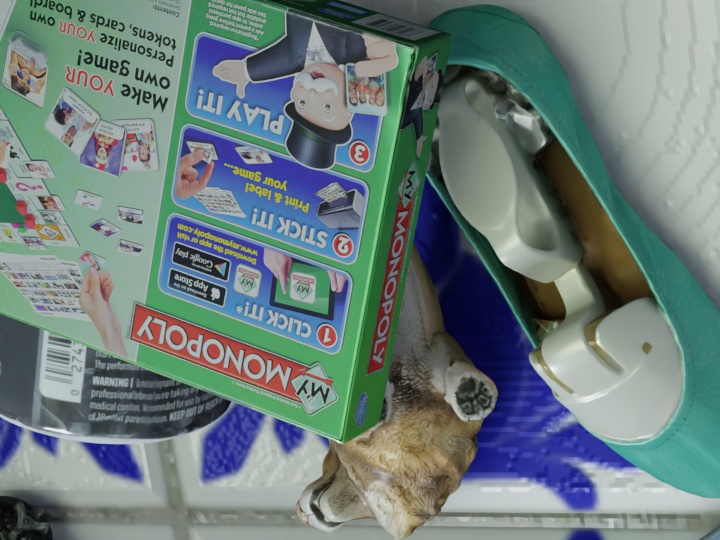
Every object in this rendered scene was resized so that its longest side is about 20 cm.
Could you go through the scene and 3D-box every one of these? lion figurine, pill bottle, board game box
[{"bbox_3d":[0.000,0.000,0.930,0.072,0.122,0.202,-10,93,-5],"label":"lion figurine"},{"bbox_3d":[-0.087,-0.047,0.957,0.106,0.106,0.202,17,112,24],"label":"pill bottle"},{"bbox_3d":[-0.074,-0.038,0.870,0.199,0.029,0.136,19,111,24],"label":"board game box"}]

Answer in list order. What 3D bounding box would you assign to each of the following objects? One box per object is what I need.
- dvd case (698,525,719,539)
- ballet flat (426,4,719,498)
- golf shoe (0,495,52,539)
[{"bbox_3d":[0.125,0.186,0.957,0.200,0.018,0.143,-40,84,31],"label":"dvd case"},{"bbox_3d":[0.070,0.002,0.902,0.067,0.070,0.201,-33,88,34],"label":"ballet flat"},{"bbox_3d":[-0.127,0.195,1.064,0.095,0.077,0.201,-55,52,49],"label":"golf shoe"}]
